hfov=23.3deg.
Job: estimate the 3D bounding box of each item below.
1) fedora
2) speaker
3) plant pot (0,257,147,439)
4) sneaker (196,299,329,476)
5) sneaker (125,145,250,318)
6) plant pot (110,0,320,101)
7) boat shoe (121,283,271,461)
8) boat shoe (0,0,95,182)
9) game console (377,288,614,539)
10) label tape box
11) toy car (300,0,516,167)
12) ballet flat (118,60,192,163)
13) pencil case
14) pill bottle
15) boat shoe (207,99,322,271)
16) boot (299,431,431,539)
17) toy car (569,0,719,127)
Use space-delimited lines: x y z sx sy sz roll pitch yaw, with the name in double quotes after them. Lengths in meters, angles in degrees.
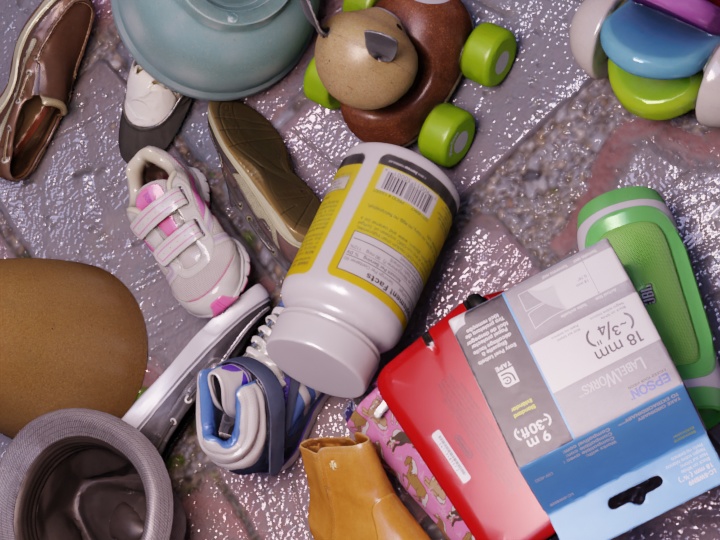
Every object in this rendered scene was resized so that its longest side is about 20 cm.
-0.234 0.222 1.580 0.199 0.090 0.178 13 82 32 "fedora"
0.238 0.035 1.438 0.088 0.088 0.202 -21 63 17 "speaker"
-0.324 0.066 1.612 0.185 0.200 0.188 -5 77 21 "plant pot"
-0.079 0.082 1.535 0.080 0.146 0.202 19 86 25 "sneaker"
-0.171 -0.038 1.609 0.081 0.088 0.201 -40 50 9 "sneaker"
-0.124 -0.266 1.590 0.198 0.134 0.203 1 85 -12 "plant pot"
-0.143 0.102 1.605 0.066 0.070 0.200 44 92 4 "boat shoe"
-0.310 -0.179 1.729 0.075 0.074 0.204 37 105 38 "boat shoe"
0.142 0.123 1.452 0.172 0.119 0.201 -40 66 11 "game console"
0.176 0.098 1.349 0.143 0.063 0.201 -28 67 6 "label tape box"
0.017 -0.200 1.530 0.163 0.200 0.159 28 89 25 "toy car"
-0.185 -0.196 1.685 0.068 0.068 0.201 33 92 25 "ballet flat"
0.073 0.173 1.483 0.200 0.086 0.083 49 118 22 "pencil case"
0.000 0.000 1.509 0.113 0.115 0.201 15 64 24 "pill bottle"
-0.096 -0.079 1.621 0.201 0.071 0.066 55 131 33 "boat shoe"
0.021 0.211 1.454 0.200 0.070 0.145 6 113 49 "boot"
0.270 -0.228 1.459 0.174 0.150 0.201 28 90 25 "toy car"
